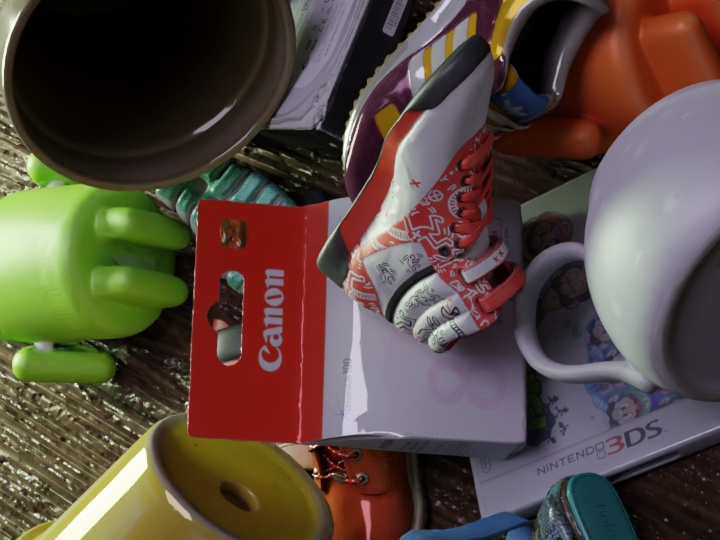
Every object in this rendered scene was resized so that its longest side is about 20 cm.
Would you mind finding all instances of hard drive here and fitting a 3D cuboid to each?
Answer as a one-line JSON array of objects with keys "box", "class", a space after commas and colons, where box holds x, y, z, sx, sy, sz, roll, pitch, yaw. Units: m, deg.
[{"box": [-0.034, -0.155, 1.351, 0.200, 0.038, 0.140, 10, 76, 65], "class": "hard drive"}]

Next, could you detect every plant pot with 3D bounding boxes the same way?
[{"box": [-0.117, 0.199, 1.182, 0.189, 0.201, 0.201, -57, 47, 23], "class": "plant pot"}, {"box": [-0.164, -0.182, 1.314, 0.200, 0.200, 0.174, -46, 41, 14], "class": "plant pot"}]

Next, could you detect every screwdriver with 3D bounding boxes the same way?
[{"box": [0.000, 0.000, 1.286, 0.200, 0.028, 0.029, 60, 136, 52], "class": "screwdriver"}]

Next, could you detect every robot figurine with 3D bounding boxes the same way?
[{"box": [0.144, -0.129, 1.188, 0.200, 0.117, 0.144, -3, 76, 46], "class": "robot figurine"}, {"box": [-0.220, -0.005, 1.429, 0.200, 0.116, 0.176, -5, 80, 37], "class": "robot figurine"}]

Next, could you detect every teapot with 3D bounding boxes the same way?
[{"box": [0.197, -0.032, 1.070, 0.146, 0.200, 0.197, -125, 29, -42], "class": "teapot"}]

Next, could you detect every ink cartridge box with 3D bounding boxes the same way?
[{"box": [0.000, 0.029, 1.174, 0.057, 0.200, 0.163, 126, 147, -64], "class": "ink cartridge box"}]

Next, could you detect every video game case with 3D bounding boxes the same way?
[{"box": [0.137, 0.038, 1.192, 0.182, 0.024, 0.200, -26, 57, 27], "class": "video game case"}]

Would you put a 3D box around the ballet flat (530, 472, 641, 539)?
[{"box": [0.150, 0.212, 1.091, 0.074, 0.074, 0.200, -35, 52, 22], "class": "ballet flat"}]

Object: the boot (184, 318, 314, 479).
[{"box": [-0.119, 0.115, 1.333, 0.200, 0.072, 0.144, -26, 56, 18], "class": "boot"}]

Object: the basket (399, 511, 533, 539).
[{"box": [0.033, 0.237, 1.097, 0.139, 0.176, 0.200, 18, 97, 28], "class": "basket"}]

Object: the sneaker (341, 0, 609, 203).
[{"box": [0.063, -0.103, 1.123, 0.200, 0.075, 0.090, -56, 38, 17], "class": "sneaker"}]

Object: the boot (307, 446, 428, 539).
[{"box": [-0.010, 0.116, 1.221, 0.075, 0.107, 0.200, -7, 69, 34], "class": "boot"}]

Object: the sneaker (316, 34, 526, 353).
[{"box": [0.058, -0.036, 1.082, 0.108, 0.067, 0.201, 38, 135, 7], "class": "sneaker"}]

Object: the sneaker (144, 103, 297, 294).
[{"box": [-0.089, -0.044, 1.384, 0.074, 0.088, 0.200, -45, 74, 5], "class": "sneaker"}]
